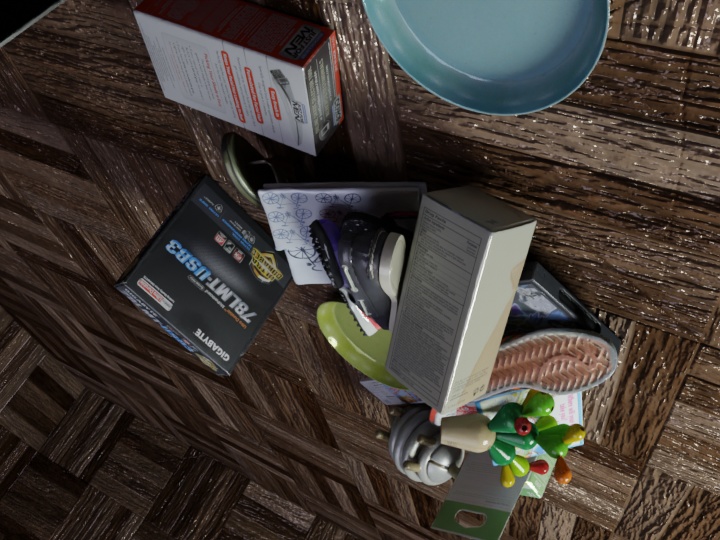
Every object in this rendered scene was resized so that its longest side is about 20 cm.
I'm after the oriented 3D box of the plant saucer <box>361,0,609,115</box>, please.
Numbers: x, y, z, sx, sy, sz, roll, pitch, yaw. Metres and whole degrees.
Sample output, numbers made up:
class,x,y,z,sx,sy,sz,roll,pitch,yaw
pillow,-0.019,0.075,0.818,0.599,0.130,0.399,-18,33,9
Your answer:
class,x,y,z,sx,sy,sz,roll,pitch,yaw
plant saucer,0.087,-0.203,0.505,0.196,0.028,0.202,25,151,14

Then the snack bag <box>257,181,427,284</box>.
class,x,y,z,sx,sy,sz,roll,pitch,yaw
snack bag,-0.013,-0.034,0.811,0.183,0.022,0.202,0,146,6

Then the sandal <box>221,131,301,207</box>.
class,x,y,z,sx,sy,sz,roll,pitch,yaw
sandal,-0.086,-0.102,0.816,0.057,0.081,0.200,-33,132,26

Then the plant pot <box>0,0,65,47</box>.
class,x,y,z,sx,sy,sz,roll,pitch,yaw
plant pot,-0.353,-0.344,0.588,0.176,0.200,0.201,33,156,27

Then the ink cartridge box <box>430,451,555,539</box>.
class,x,y,z,sx,sy,sz,roll,pitch,yaw
ink cartridge box,0.207,0.320,1.032,0.048,0.202,0.144,44,150,-21

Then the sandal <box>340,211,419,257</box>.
class,x,y,z,sx,sy,sz,roll,pitch,yaw
sandal,0.060,-0.035,0.749,0.196,0.046,0.074,15,160,-33

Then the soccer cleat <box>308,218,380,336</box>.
class,x,y,z,sx,sy,sz,roll,pitch,yaw
soccer cleat,0.000,0.000,0.799,0.069,0.072,0.201,61,180,42

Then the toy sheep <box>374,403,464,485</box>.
class,x,y,z,sx,sy,sz,roll,pitch,yaw
toy sheep,0.110,0.297,1.168,0.200,0.137,0.139,43,170,51

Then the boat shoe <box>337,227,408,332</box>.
class,x,y,z,sx,sy,sz,roll,pitch,yaw
boat shoe,0.015,0.010,0.721,0.061,0.074,0.201,12,160,10

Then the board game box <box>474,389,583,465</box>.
class,x,y,z,sx,sy,sz,roll,pitch,yaw
board game box,0.223,0.187,0.902,0.131,0.035,0.202,-15,139,8

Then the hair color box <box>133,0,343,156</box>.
class,x,y,z,sx,sy,sz,roll,pitch,yaw
hair color box,-0.118,-0.204,0.683,0.196,0.064,0.112,25,151,18

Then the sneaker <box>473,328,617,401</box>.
class,x,y,z,sx,sy,sz,roll,pitch,yaw
sneaker,0.190,0.098,0.769,0.196,0.079,0.073,-12,93,31

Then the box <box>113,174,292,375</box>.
class,x,y,z,sx,sy,sz,roll,pitch,yaw
box,-0.209,0.008,0.972,0.200,0.201,0.049,46,148,-23

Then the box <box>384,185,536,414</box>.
class,x,y,z,sx,sy,sz,roll,pitch,yaw
box,0.096,0.028,0.689,0.094,0.077,0.204,35,125,38

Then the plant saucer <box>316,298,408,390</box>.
class,x,y,z,sx,sy,sz,roll,pitch,yaw
plant saucer,0.020,0.108,1.064,0.197,0.031,0.202,28,150,17

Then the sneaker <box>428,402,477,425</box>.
class,x,y,z,sx,sy,sz,roll,pitch,yaw
sneaker,0.166,0.189,0.993,0.106,0.068,0.204,25,142,15

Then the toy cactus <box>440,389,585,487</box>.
class,x,y,z,sx,sy,sz,roll,pitch,yaw
toy cactus,0.177,0.209,0.830,0.160,0.105,0.201,2,153,6

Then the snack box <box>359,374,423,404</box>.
class,x,y,z,sx,sy,sz,roll,pitch,yaw
snack box,0.076,0.196,1.164,0.072,0.025,0.199,42,151,-16

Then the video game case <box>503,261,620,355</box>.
class,x,y,z,sx,sy,sz,roll,pitch,yaw
video game case,0.167,0.051,0.790,0.180,0.026,0.198,36,154,-33
